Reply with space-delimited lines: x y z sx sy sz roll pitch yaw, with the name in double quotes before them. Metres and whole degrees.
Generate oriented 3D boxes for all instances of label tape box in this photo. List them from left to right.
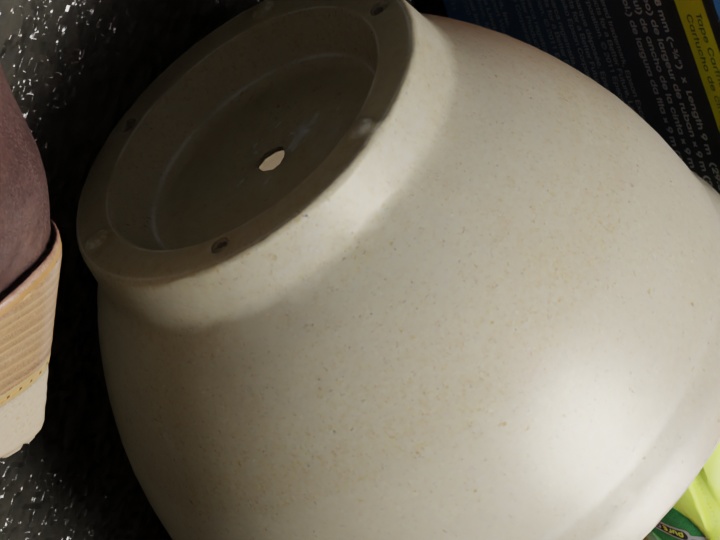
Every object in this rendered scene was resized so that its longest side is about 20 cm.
"label tape box" 0.113 -0.064 0.975 0.063 0.200 0.144 -27 106 -25

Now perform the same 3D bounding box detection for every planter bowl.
"planter bowl" 0.000 0.000 0.893 0.135 0.200 0.200 50 60 -32

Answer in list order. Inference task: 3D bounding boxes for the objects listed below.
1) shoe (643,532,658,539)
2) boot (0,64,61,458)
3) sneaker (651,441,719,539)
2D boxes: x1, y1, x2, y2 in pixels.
"shoe" 0.098 0.097 0.998 0.200 0.053 0.070 -108 -162 -56
"boot" -0.150 -0.003 0.723 0.200 0.072 0.167 -35 127 -49
"sneaker" 0.120 0.060 0.969 0.084 0.074 0.200 65 18 -3
